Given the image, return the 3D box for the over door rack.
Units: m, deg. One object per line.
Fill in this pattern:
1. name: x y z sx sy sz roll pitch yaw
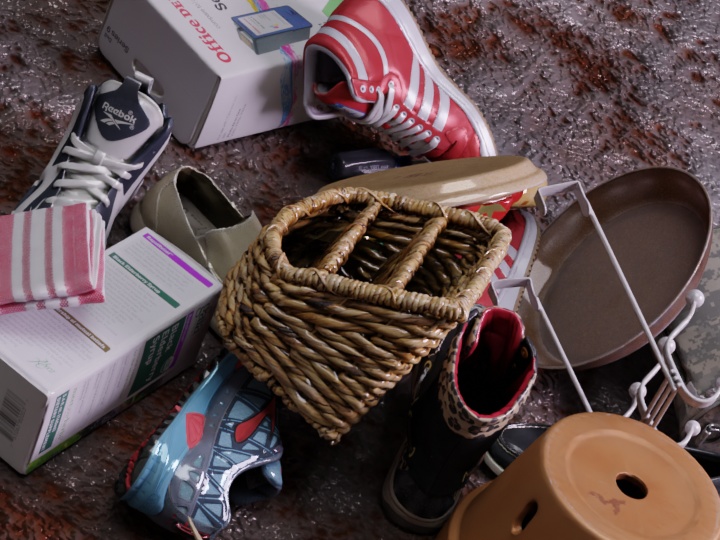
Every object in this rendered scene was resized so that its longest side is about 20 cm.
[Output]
1. over door rack: 0.186 0.043 1.700 0.067 0.148 0.200 -23 66 -26

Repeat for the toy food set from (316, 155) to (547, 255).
1. toy food set: 0.050 -0.053 1.853 0.197 0.049 0.200 -8 8 5

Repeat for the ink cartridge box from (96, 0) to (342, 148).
1. ink cartridge box: -0.100 -0.194 1.992 0.200 0.088 0.145 -18 55 -40

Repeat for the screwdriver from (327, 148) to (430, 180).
1. screwdriver: 0.053 -0.097 2.014 0.200 0.028 0.029 -10 78 -40

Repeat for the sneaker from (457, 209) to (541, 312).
1. sneaker: 0.073 -0.001 1.871 0.112 0.071 0.200 26 39 -4

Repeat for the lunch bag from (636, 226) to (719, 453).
1. lunch bag: 0.308 0.065 1.873 0.167 0.140 0.200 4 43 -21

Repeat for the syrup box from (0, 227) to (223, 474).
1. syrup box: -0.191 0.053 1.648 0.081 0.079 0.200 37 38 17

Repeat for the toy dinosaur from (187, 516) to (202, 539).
1. toy dinosaur: -0.031 0.235 1.556 0.200 0.058 0.101 20 22 -18

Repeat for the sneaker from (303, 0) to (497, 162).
1. sneaker: 0.028 -0.129 1.938 0.112 0.071 0.200 -43 104 -37

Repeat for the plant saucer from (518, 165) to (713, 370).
1. plant saucer: 0.202 0.004 1.864 0.032 0.200 0.200 45 27 -30

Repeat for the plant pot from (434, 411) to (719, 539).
1. plant pot: 0.162 0.194 1.630 0.200 0.140 0.200 16 37 -13

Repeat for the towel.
1. towel: -0.274 0.006 1.618 0.200 0.030 0.146 -10 23 -3

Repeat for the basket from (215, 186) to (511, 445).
1. basket: 0.000 0.000 1.667 0.143 0.149 0.200 43 24 -2

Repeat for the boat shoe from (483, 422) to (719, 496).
1. boat shoe: 0.191 0.143 1.768 0.199 0.066 0.075 20 38 -8

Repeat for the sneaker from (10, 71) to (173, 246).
1. sneaker: -0.200 -0.080 1.761 0.079 0.130 0.199 29 37 6

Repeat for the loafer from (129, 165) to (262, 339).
1. loafer: -0.096 -0.005 1.780 0.200 0.068 0.076 40 39 19

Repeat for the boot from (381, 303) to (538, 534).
1. boot: 0.081 0.076 1.689 0.073 0.151 0.200 26 51 -1

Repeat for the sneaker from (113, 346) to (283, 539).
1. sneaker: -0.092 0.122 1.642 0.095 0.079 0.200 41 44 -3
